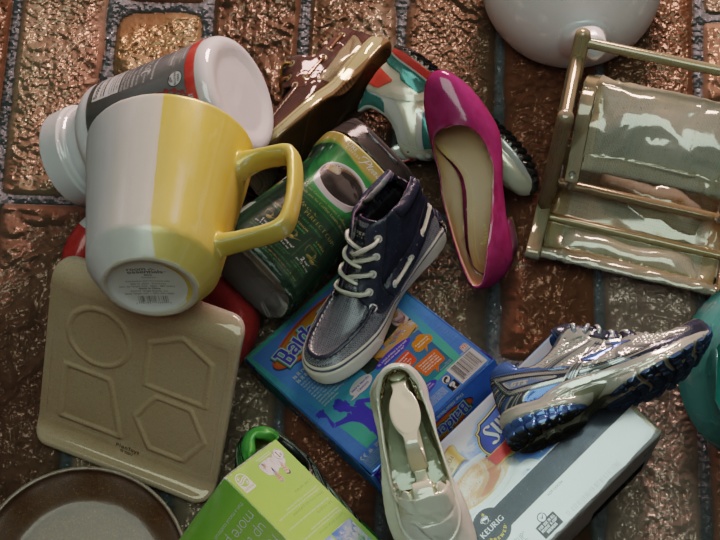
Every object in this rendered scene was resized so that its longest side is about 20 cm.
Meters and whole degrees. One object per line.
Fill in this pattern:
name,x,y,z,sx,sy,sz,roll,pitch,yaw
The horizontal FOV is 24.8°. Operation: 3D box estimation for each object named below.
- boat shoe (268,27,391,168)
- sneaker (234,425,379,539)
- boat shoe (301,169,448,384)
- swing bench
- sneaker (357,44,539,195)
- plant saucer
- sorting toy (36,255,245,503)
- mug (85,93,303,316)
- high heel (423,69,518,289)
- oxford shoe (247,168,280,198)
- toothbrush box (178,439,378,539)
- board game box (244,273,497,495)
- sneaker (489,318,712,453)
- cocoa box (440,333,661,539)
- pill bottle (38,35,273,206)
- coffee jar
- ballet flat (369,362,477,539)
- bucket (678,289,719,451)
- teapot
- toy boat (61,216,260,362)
boat shoe,-0.050,-0.175,1.593,0.072,0.072,0.200,30,56,18
sneaker,-0.047,0.223,1.466,0.078,0.085,0.200,-41,75,-11
boat shoe,0.000,0.000,1.472,0.074,0.093,0.200,17,61,34
swing bench,0.271,-0.093,1.513,0.198,0.200,0.130,13,51,6
sneaker,0.083,-0.127,1.599,0.200,0.070,0.093,43,103,8
plant saucer,-0.251,0.279,1.482,0.200,0.037,0.201,-1,71,3
sorting toy,-0.201,0.098,1.487,0.185,0.201,0.036,19,30,10
mug,-0.160,-0.054,1.394,0.149,0.186,0.154,30,46,-30
high heel,0.098,-0.084,1.515,0.067,0.096,0.201,-18,103,27
oxford shoe,-0.172,-0.127,1.599,0.199,0.070,0.075,18,75,8
toothbrush box,-0.057,0.271,1.403,0.200,0.146,0.086,43,35,9
board game box,0.011,0.091,1.488,0.152,0.045,0.200,-42,49,-10
sneaker,0.199,0.074,1.374,0.199,0.077,0.085,-22,64,-9
cocoa box,0.146,0.179,1.446,0.200,0.133,0.131,-43,73,-12
pill bottle,-0.191,-0.132,1.516,0.199,0.116,0.116,-18,69,26
coffee jar,-0.041,-0.052,1.533,0.104,0.085,0.200,46,60,3
ballet flat,0.046,0.167,1.352,0.069,0.069,0.201,-14,68,-2
bucket,0.385,0.091,1.439,0.206,0.135,0.208,0,89,-7
teapot,0.210,-0.308,1.604,0.200,0.146,0.197,39,77,15
toy boat,-0.192,0.018,1.518,0.200,0.131,0.131,42,78,14
